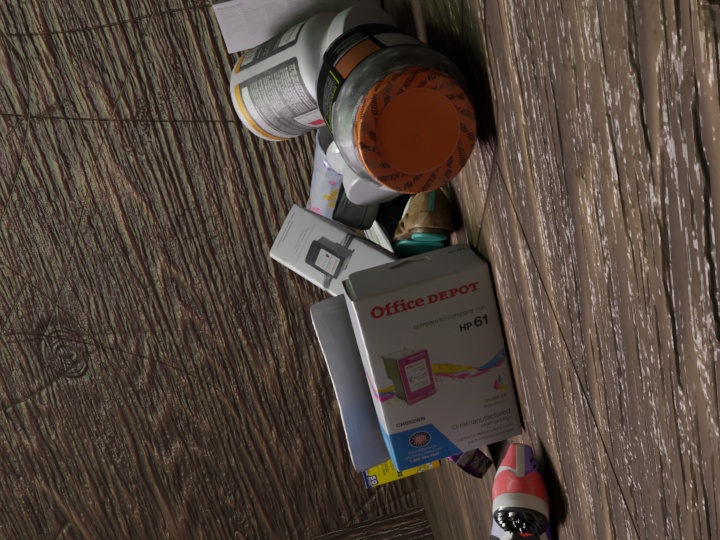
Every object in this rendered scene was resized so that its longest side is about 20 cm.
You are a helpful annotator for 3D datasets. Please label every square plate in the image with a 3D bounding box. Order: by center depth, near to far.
[{"bbox_3d":[0.051,0.106,0.884,0.028,0.197,0.202,-1,105,66],"label":"square plate"}]

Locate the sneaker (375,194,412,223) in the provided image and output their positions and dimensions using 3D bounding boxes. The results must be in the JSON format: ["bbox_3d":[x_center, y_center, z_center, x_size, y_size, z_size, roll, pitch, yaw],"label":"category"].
[{"bbox_3d":[0.045,-0.125,1.157,0.200,0.073,0.083,-133,44,-73],"label":"sneaker"}]

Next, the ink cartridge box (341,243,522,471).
[{"bbox_3d":[0.075,0.090,0.797,0.085,0.143,0.202,-117,12,-74],"label":"ink cartridge box"}]

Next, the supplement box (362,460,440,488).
[{"bbox_3d":[0.090,0.459,1.934,0.110,0.198,0.110,-114,8,-69],"label":"supplement box"}]

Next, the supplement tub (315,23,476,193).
[{"bbox_3d":[0.028,-0.145,0.667,0.200,0.122,0.123,-110,5,-63],"label":"supplement tub"}]

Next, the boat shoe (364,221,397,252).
[{"bbox_3d":[0.036,-0.058,1.259,0.065,0.074,0.203,-47,58,36],"label":"boat shoe"}]

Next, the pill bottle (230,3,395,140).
[{"bbox_3d":[-0.051,-0.225,0.862,0.199,0.116,0.117,-7,102,46],"label":"pill bottle"}]

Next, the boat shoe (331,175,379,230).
[{"bbox_3d":[-0.001,-0.161,1.067,0.070,0.071,0.203,168,112,-73],"label":"boat shoe"}]

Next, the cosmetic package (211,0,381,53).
[{"bbox_3d":[-0.077,-0.332,0.911,0.083,0.198,0.051,80,175,-65],"label":"cosmetic package"}]

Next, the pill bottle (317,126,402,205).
[{"bbox_3d":[0.001,-0.195,0.985,0.117,0.115,0.201,81,172,-68],"label":"pill bottle"}]

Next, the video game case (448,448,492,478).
[{"bbox_3d":[0.081,0.198,1.022,0.200,0.036,0.181,37,175,28],"label":"video game case"}]

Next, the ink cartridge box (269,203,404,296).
[{"bbox_3d":[0.000,0.000,1.014,0.199,0.084,0.145,30,-175,35],"label":"ink cartridge box"}]

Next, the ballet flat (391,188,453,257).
[{"bbox_3d":[0.074,-0.061,0.904,0.200,0.067,0.073,89,-175,-83],"label":"ballet flat"}]

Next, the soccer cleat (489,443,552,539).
[{"bbox_3d":[0.170,0.250,0.791,0.201,0.068,0.074,72,-156,-54],"label":"soccer cleat"}]

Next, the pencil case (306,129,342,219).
[{"bbox_3d":[-0.039,-0.150,1.198,0.200,0.082,0.091,106,162,-60],"label":"pencil case"}]
